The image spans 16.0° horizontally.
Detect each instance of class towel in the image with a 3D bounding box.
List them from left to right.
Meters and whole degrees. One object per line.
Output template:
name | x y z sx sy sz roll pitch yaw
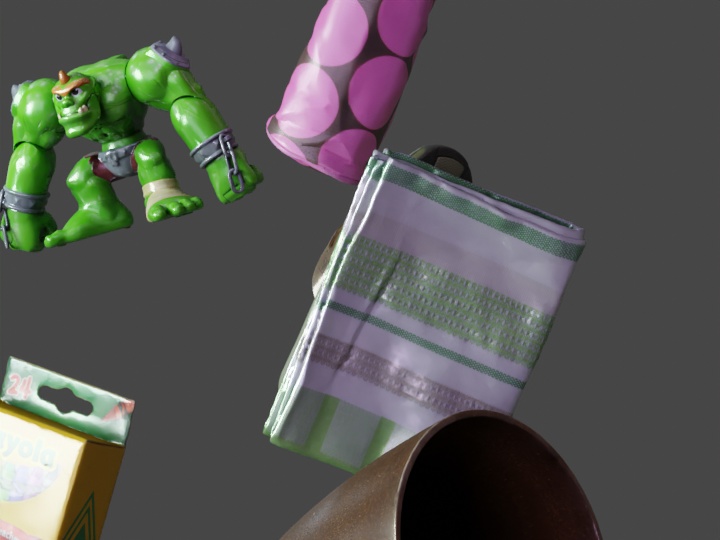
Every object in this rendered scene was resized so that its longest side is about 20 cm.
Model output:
towel | 0.040 0.041 1.607 0.148 0.031 0.201 22 97 -5

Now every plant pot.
plant pot | 0.020 0.201 1.571 0.199 0.186 0.188 -23 70 42

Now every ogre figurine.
ogre figurine | -0.173 -0.087 1.774 0.199 0.098 0.121 -13 93 44

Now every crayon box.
crayon box | -0.243 0.169 1.795 0.126 0.051 0.202 16 90 33

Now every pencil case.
pencil case | 0.008 -0.159 1.677 0.090 0.094 0.201 24 96 -13

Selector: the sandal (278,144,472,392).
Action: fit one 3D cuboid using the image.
sandal | -0.001 0.000 1.663 0.202 0.080 0.057 -56 46 12
